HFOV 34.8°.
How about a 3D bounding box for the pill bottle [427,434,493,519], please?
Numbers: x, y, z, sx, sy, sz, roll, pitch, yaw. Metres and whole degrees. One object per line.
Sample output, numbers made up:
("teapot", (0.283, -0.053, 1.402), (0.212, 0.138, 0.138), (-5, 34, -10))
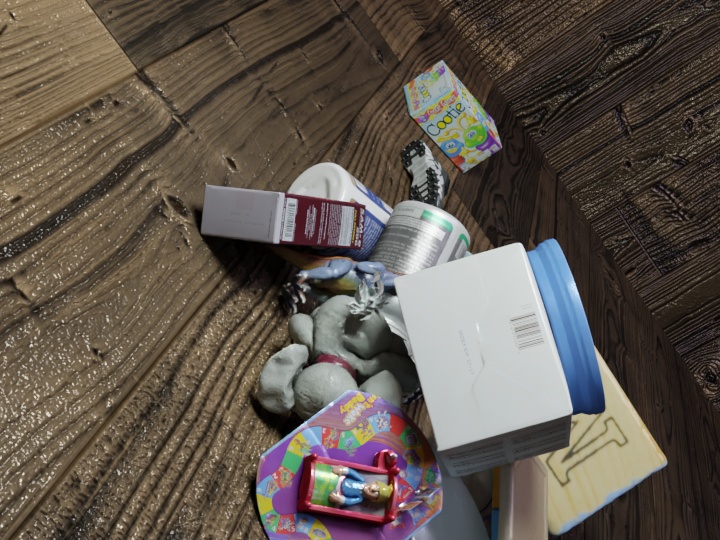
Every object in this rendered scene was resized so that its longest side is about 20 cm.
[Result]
("pill bottle", (0.135, 0.259, 1.458), (0.200, 0.112, 0.112), (20, 42, -57))

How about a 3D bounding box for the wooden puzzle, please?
("wooden puzzle", (0.192, 0.290, 1.392), (0.200, 0.037, 0.186), (59, 30, -48))

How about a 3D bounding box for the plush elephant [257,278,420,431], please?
("plush elephant", (-0.025, 0.117, 1.265), (0.164, 0.155, 0.200), (25, -25, 8))

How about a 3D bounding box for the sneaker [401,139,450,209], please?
("sneaker", (0.132, -0.151, 2.082), (0.090, 0.066, 0.201), (39, 26, -35))

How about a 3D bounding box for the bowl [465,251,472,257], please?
("bowl", (0.157, 0.076, 1.762), (0.200, 0.107, 0.200), (46, 22, -24))

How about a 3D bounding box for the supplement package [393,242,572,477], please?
("supplement package", (0.137, 0.105, 1.258), (0.200, 0.146, 0.192), (63, 12, -70))

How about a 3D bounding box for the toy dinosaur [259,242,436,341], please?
("toy dinosaur", (0.000, 0.000, 1.393), (0.181, 0.105, 0.201), (-17, 65, -22))

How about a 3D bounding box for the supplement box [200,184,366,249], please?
("supplement box", (-0.088, -0.062, 1.382), (0.200, 0.108, 0.061), (3, 94, -61))

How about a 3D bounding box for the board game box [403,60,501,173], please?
("board game box", (0.193, -0.320, 2.400), (0.200, 0.103, 0.105), (42, 26, -36))

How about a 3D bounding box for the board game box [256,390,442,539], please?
("board game box", (-0.004, 0.212, 1.142), (0.200, 0.039, 0.158), (-34, 87, -27))

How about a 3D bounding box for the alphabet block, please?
("alphabet block", (0.285, 0.230, 1.649), (0.200, 0.196, 0.195), (57, -3, -2))

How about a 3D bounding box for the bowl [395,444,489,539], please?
("bowl", (0.058, 0.291, 1.273), (0.201, 0.090, 0.201), (47, 23, -27))

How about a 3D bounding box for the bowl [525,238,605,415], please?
("bowl", (0.225, 0.066, 1.284), (0.201, 0.039, 0.202), (-16, 90, -87))

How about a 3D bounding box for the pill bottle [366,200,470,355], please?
("pill bottle", (0.055, 0.020, 1.490), (0.113, 0.113, 0.201), (42, 65, -35))

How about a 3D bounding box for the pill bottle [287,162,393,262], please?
("pill bottle", (-0.006, -0.054, 1.579), (0.200, 0.111, 0.111), (37, 29, -43))

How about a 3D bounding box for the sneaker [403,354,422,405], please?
("sneaker", (0.073, 0.131, 1.569), (0.081, 0.075, 0.200), (53, 12, 11))
